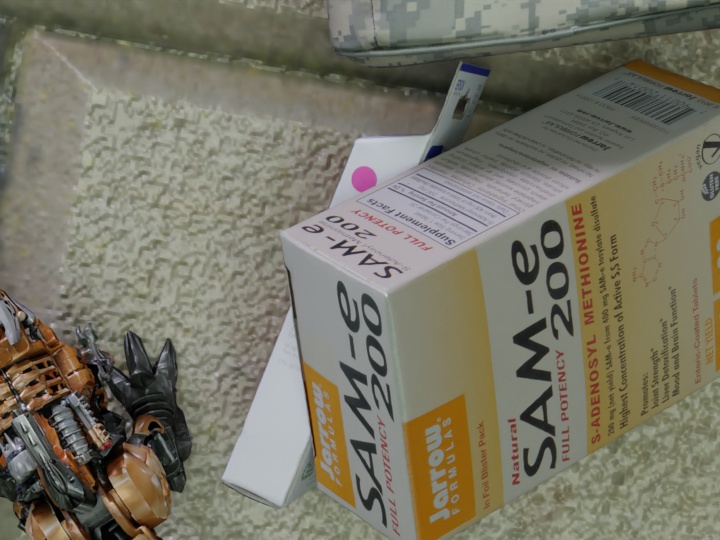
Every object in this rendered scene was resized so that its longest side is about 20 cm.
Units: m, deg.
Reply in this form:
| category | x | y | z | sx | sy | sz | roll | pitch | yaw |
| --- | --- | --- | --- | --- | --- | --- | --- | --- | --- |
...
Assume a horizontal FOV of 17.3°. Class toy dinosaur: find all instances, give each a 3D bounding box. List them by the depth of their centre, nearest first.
| category | x | y | z | sx | sy | sz | roll | pitch | yaw |
| --- | --- | --- | --- | --- | --- | --- | --- | --- | --- |
| toy dinosaur | -0.119 | 0.091 | 0.999 | 0.102 | 0.136 | 0.201 | -11 | 100 | -3 |

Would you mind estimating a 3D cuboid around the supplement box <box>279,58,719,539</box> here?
| category | x | y | z | sx | sy | sz | roll | pitch | yaw |
| --- | --- | --- | --- | --- | --- | --- | --- | --- | --- |
| supplement box | 0.071 | 0.011 | 0.973 | 0.199 | 0.073 | 0.127 | -28 | 125 | -29 |

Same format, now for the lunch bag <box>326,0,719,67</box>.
| category | x | y | z | sx | sy | sz | roll | pitch | yaw |
| --- | --- | --- | --- | --- | --- | --- | --- | --- | --- |
| lunch bag | 0.081 | -0.176 | 0.955 | 0.199 | 0.139 | 0.169 | -5 | 96 | 12 |

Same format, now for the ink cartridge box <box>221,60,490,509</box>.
| category | x | y | z | sx | sy | sz | roll | pitch | yaw |
| --- | --- | --- | --- | --- | --- | --- | --- | --- | --- |
| ink cartridge box | 0.000 | 0.000 | 1.013 | 0.037 | 0.095 | 0.201 | 25 | 97 | 8 |
